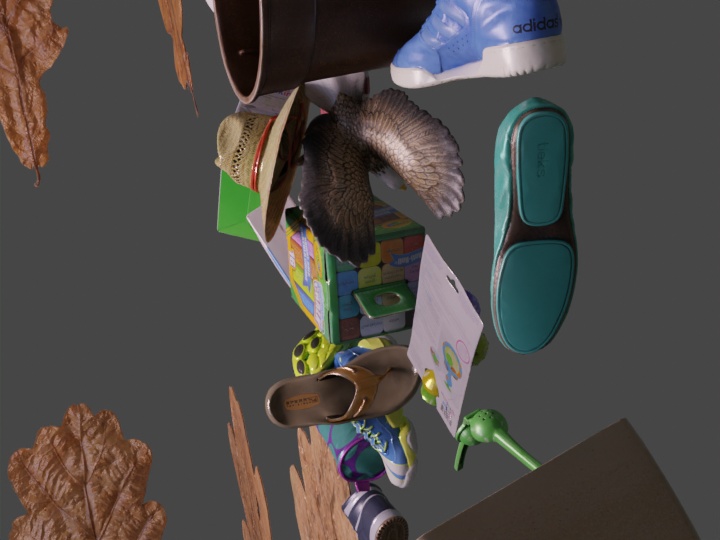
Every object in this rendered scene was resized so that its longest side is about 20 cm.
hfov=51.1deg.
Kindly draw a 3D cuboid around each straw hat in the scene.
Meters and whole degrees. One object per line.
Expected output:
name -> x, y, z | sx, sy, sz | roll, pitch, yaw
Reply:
straw hat -> -0.121, -0.137, 0.861 | 0.201, 0.084, 0.203 | -165, 90, -90

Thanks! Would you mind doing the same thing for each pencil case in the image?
pencil case -> -0.026, 0.229, 1.117 | 0.200, 0.084, 0.093 | -136, 56, -60

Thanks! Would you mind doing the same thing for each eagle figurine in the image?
eagle figurine -> 0.011, -0.120, 0.798 | 0.201, 0.150, 0.153 | -108, 34, -53

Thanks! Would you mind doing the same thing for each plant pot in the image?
plant pot -> -0.026, -0.270, 0.710 | 0.200, 0.196, 0.202 | 169, 90, -70
plant pot -> 0.145, 0.260, 0.525 | 0.177, 0.199, 0.201 | 51, 147, 32

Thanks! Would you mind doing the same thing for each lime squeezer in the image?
lime squeezer -> 0.128, 0.170, 0.752 | 0.071, 0.038, 0.200 | 49, 159, -4

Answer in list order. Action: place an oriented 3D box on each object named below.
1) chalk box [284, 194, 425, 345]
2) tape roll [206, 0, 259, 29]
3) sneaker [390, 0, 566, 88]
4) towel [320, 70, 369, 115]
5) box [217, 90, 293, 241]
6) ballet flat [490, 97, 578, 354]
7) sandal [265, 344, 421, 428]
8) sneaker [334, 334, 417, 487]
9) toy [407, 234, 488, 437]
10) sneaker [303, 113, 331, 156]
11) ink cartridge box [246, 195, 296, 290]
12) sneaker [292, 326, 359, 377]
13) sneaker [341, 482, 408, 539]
chalk box -> 0.000, 0.000, 0.880 | 0.200, 0.124, 0.125 | -141, 45, -60
tape roll -> -0.082, -0.338, 0.829 | 0.037, 0.201, 0.205 | 135, 122, -69
sneaker -> 0.083, -0.211, 0.608 | 0.200, 0.076, 0.112 | 21, 124, 63
towel -> -0.018, -0.245, 0.967 | 0.144, 0.023, 0.202 | -131, 35, -53
box -> -0.157, -0.177, 1.176 | 0.201, 0.096, 0.178 | 109, 174, -54
ballet flat -> 0.135, -0.036, 0.593 | 0.071, 0.067, 0.202 | -83, -8, -69
sandal -> -0.020, 0.143, 0.896 | 0.054, 0.198, 0.081 | 70, -174, -80
sneaker -> 0.009, 0.186, 0.968 | 0.076, 0.104, 0.202 | 168, 92, -71
toy -> 0.095, 0.067, 0.759 | 0.201, 0.047, 0.116 | 98, 151, -48
sneaker -> -0.046, -0.113, 1.008 | 0.108, 0.067, 0.203 | -143, 35, -62
ink cartridge box -> -0.099, -0.029, 1.102 | 0.117, 0.068, 0.200 | 56, 175, 7
sneaker -> -0.034, 0.110, 1.044 | 0.200, 0.073, 0.084 | -55, -55, -67
sneaker -> 0.016, 0.407, 1.104 | 0.108, 0.070, 0.202 | 42, 131, 53
